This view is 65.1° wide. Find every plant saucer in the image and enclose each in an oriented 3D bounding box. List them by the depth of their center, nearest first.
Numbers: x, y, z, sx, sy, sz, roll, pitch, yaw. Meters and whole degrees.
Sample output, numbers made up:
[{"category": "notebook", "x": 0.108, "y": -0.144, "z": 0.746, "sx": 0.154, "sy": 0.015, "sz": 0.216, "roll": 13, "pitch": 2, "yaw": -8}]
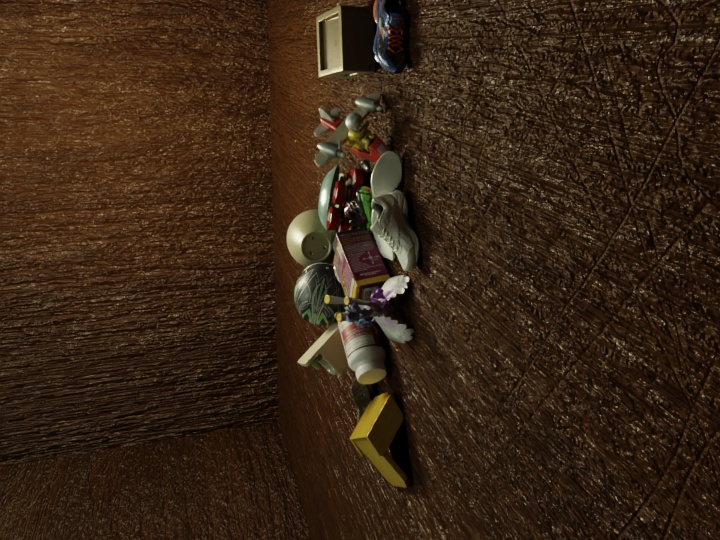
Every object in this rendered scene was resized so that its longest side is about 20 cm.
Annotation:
[{"category": "plant saucer", "x": -0.100, "y": -0.223, "z": 1.726, "sx": 0.201, "sy": 0.038, "sz": 0.204, "roll": 11, "pitch": -90, "yaw": -87}]

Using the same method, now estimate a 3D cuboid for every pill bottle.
[{"category": "pill bottle", "x": 0.009, "y": 0.217, "z": 1.618, "sx": 0.114, "sy": 0.111, "sz": 0.202, "roll": 106, "pitch": 154, "yaw": -49}]

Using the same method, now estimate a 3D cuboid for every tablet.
[{"category": "tablet", "x": 0.055, "y": -0.104, "z": 1.546, "sx": 0.200, "sy": 0.013, "sz": 0.132, "roll": -154, "pitch": 61, "yaw": -71}]

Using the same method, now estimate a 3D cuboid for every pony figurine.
[{"category": "pony figurine", "x": 0.034, "y": 0.095, "z": 1.428, "sx": 0.192, "sy": 0.198, "sz": 0.169, "roll": -1, "pitch": 86, "yaw": 58}]

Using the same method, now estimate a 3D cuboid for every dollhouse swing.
[{"category": "dollhouse swing", "x": 0.085, "y": 0.471, "z": 1.567, "sx": 0.183, "sy": 0.175, "sz": 0.200, "roll": -56, "pitch": 2, "yaw": -23}]

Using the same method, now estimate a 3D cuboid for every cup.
[{"category": "cup", "x": -0.147, "y": -0.093, "z": 1.867, "sx": 0.143, "sy": 0.197, "sz": 0.203, "roll": -116, "pitch": 24, "yaw": -76}]

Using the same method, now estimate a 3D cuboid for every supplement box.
[{"category": "supplement box", "x": 0.000, "y": 0.000, "z": 1.578, "sx": 0.132, "sy": 0.102, "sz": 0.202, "roll": 98, "pitch": 156, "yaw": -50}]

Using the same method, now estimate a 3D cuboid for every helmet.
[{"category": "helmet", "x": -0.122, "y": 0.075, "z": 1.802, "sx": 0.191, "sy": 0.197, "sz": 0.203, "roll": -78, "pitch": -15, "yaw": -87}]

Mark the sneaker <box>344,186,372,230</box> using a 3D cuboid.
[{"category": "sneaker", "x": -0.004, "y": -0.158, "z": 1.492, "sx": 0.200, "sy": 0.082, "sz": 0.078, "roll": 92, "pitch": -175, "yaw": -69}]

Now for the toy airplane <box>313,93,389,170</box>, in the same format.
[{"category": "toy airplane", "x": -0.027, "y": -0.360, "z": 1.434, "sx": 0.141, "sy": 0.196, "sz": 0.203, "roll": 106, "pitch": 157, "yaw": -73}]

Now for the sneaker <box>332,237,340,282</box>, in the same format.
[{"category": "sneaker", "x": -0.034, "y": -0.040, "z": 1.754, "sx": 0.077, "sy": 0.081, "sz": 0.202, "roll": -48, "pitch": 34, "yaw": 39}]

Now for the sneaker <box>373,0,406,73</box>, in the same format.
[{"category": "sneaker", "x": 0.070, "y": -0.545, "z": 1.276, "sx": 0.078, "sy": 0.074, "sz": 0.203, "roll": 156, "pitch": 107, "yaw": -69}]

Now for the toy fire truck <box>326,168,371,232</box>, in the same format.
[{"category": "toy fire truck", "x": -0.034, "y": -0.209, "z": 1.645, "sx": 0.169, "sy": 0.111, "sz": 0.202, "roll": -100, "pitch": 23, "yaw": -54}]

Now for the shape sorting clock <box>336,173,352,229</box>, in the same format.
[{"category": "shape sorting clock", "x": -0.051, "y": -0.212, "z": 1.827, "sx": 0.200, "sy": 0.039, "sz": 0.203, "roll": 175, "pitch": 90, "yaw": -71}]

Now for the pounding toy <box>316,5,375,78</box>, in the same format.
[{"category": "pounding toy", "x": -0.034, "y": -0.631, "z": 1.544, "sx": 0.199, "sy": 0.140, "sz": 0.187, "roll": 21, "pitch": 116, "yaw": 60}]

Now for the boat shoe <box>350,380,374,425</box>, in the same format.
[{"category": "boat shoe", "x": 0.025, "y": 0.431, "z": 1.724, "sx": 0.067, "sy": 0.071, "sz": 0.203, "roll": 2, "pitch": -107, "yaw": -74}]

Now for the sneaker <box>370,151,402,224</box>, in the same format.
[{"category": "sneaker", "x": 0.059, "y": -0.203, "z": 1.415, "sx": 0.089, "sy": 0.074, "sz": 0.203, "roll": -83, "pitch": 2, "yaw": -68}]

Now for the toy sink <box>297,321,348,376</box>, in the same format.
[{"category": "toy sink", "x": -0.081, "y": 0.255, "z": 1.758, "sx": 0.112, "sy": 0.200, "sz": 0.130, "roll": 46, "pitch": 163, "yaw": -7}]

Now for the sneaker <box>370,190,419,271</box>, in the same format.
[{"category": "sneaker", "x": 0.073, "y": -0.087, "z": 1.326, "sx": 0.078, "sy": 0.098, "sz": 0.202, "roll": 130, "pitch": 126, "yaw": -62}]
